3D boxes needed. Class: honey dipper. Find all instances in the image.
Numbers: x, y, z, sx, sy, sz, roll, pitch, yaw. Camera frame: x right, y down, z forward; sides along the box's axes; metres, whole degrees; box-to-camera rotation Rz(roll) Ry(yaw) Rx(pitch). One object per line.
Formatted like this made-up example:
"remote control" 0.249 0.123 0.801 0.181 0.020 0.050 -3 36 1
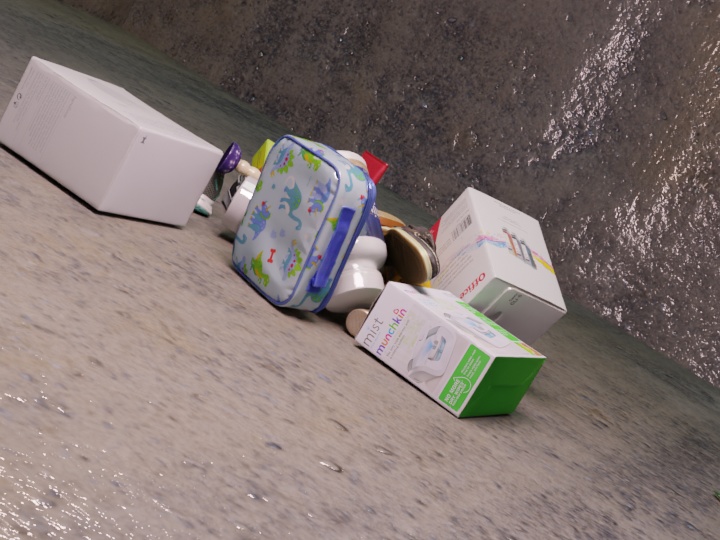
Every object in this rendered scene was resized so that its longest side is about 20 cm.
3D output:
"honey dipper" 0.026 0.071 1.632 0.038 0.038 0.200 32 7 15

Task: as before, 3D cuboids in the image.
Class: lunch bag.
"lunch bag" -0.073 -0.057 1.499 0.082 0.200 0.161 11 17 -43

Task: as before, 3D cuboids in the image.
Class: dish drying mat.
"dish drying mat" -0.034 -0.095 1.846 0.018 0.200 0.077 37 2 -34

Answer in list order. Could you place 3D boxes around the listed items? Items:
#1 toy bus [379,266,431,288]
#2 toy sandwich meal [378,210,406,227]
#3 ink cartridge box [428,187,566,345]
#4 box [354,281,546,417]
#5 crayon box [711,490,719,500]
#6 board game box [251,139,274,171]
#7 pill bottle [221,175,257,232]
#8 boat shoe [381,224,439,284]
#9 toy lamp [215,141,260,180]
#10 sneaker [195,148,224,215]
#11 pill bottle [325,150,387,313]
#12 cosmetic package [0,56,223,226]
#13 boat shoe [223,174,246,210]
"toy bus" 0.056 0.007 1.726 0.065 0.078 0.200 32 19 -13
"toy sandwich meal" -0.001 -0.041 1.943 0.205 0.070 0.205 5 -23 2
"ink cartridge box" 0.188 0.012 1.750 0.144 0.145 0.200 24 36 -27
"box" 0.119 0.105 1.545 0.176 0.097 0.200 36 12 26
"crayon box" 0.619 0.373 1.755 0.127 0.051 0.200 27 9 -13
"board game box" -0.123 -0.110 1.853 0.101 0.048 0.200 28 36 -21
"pill bottle" -0.093 -0.052 1.700 0.200 0.111 0.111 29 9 -1
"boat shoe" 0.070 -0.031 1.589 0.065 0.073 0.200 -14 17 -15
"toy lamp" -0.119 -0.115 1.767 0.200 0.058 0.058 31 8 -15
"sneaker" -0.241 -0.150 1.846 0.077 0.091 0.200 27 9 -20
"pill bottle" -0.026 -0.050 1.590 0.111 0.111 0.200 18 52 -51
"cosmetic package" -0.325 -0.163 1.548 0.200 0.123 0.199 32 9 23
"boat shoe" -0.172 -0.111 1.913 0.073 0.068 0.199 26 11 -18
